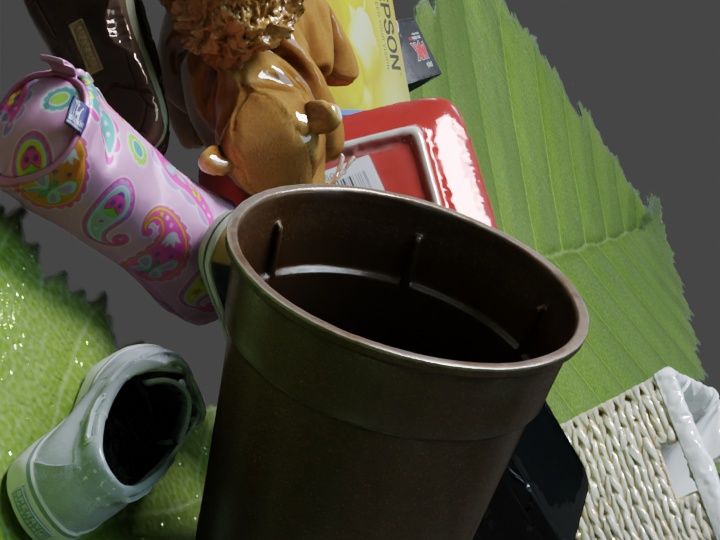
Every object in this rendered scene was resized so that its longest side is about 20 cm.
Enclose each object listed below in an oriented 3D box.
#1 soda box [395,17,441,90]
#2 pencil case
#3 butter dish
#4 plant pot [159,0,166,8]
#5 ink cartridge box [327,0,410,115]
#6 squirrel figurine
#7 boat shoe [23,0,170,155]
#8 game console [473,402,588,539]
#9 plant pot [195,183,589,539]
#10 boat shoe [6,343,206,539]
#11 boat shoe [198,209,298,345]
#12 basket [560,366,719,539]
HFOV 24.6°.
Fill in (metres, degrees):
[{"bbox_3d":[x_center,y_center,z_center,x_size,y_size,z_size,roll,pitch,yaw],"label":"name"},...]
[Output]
[{"bbox_3d":[0.017,-0.201,1.621,0.071,0.063,0.200,63,19,-3],"label":"soda box"},{"bbox_3d":[-0.138,-0.044,0.986,0.200,0.087,0.088,42,28,-48],"label":"pencil case"},{"bbox_3d":[0.000,0.000,1.198,0.148,0.199,0.200,76,0,-61],"label":"butter dish"},{"bbox_3d":[-0.114,-0.271,1.222,0.190,0.199,0.201,57,17,-54],"label":"plant pot"},{"bbox_3d":[0.005,-0.160,1.442,0.200,0.047,0.199,-9,88,-55],"label":"ink cartridge box"},{"bbox_3d":[-0.075,-0.133,1.076,0.187,0.141,0.201,-101,176,-56],"label":"squirrel figurine"},{"bbox_3d":[-0.173,-0.160,1.084,0.075,0.074,0.204,44,30,-76],"label":"boat shoe"},{"bbox_3d":[0.076,0.145,1.248,0.201,0.175,0.116,58,-5,-15],"label":"game console"},{"bbox_3d":[0.002,0.084,0.916,0.199,0.199,0.201,13,25,-6],"label":"plant pot"},{"bbox_3d":[-0.119,0.085,0.894,0.070,0.071,0.201,61,20,-9],"label":"boat shoe"},{"bbox_3d":[-0.040,0.045,1.027,0.075,0.062,0.201,-51,140,-29],"label":"boat shoe"},{"bbox_3d":[0.309,0.229,1.691,0.200,0.160,0.199,24,44,-61],"label":"basket"}]
